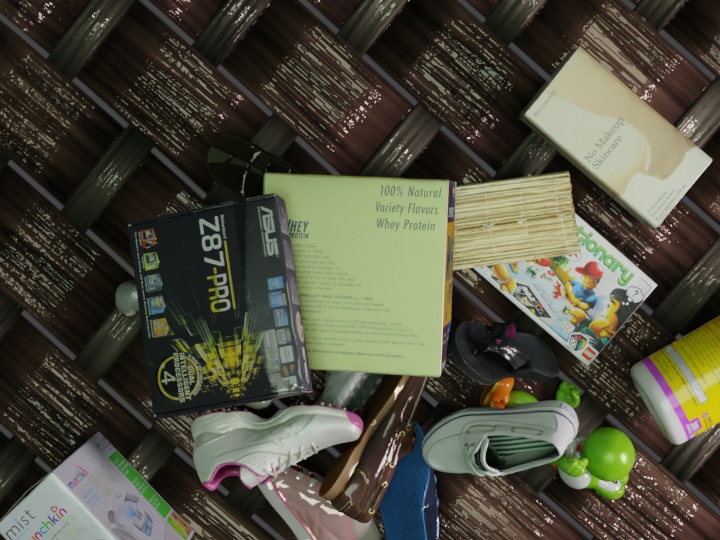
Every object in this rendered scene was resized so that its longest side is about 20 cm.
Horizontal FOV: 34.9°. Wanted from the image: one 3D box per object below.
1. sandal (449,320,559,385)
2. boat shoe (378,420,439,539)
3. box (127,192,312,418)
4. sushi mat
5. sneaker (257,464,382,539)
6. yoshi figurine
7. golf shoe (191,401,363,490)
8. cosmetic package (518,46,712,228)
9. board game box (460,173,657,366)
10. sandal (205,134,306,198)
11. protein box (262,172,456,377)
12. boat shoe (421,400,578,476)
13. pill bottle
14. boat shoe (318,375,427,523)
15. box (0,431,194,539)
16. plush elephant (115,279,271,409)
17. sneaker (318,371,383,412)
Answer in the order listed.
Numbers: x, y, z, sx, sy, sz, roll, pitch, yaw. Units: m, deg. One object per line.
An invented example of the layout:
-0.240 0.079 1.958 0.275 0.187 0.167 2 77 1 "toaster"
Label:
0.168 0.085 1.283 0.048 0.199 0.076 -40 63 30 "sandal"
0.054 0.281 1.356 0.083 0.069 0.202 -3 73 16 "boat shoe"
-0.141 0.037 1.153 0.159 0.049 0.202 -9 82 8 "box"
0.149 -0.054 1.318 0.197 0.012 0.097 -7 94 5 "sushi mat"
-0.050 0.262 1.361 0.104 0.075 0.201 -35 96 3 "sneaker"
0.236 0.190 1.327 0.199 0.112 0.113 30 89 -4 "yoshi figurine"
-0.094 0.202 1.293 0.197 0.076 0.092 -6 59 7 "golf shoe"
0.288 -0.151 1.308 0.199 0.071 0.106 38 96 -2 "cosmetic package"
0.230 -0.001 1.343 0.200 0.035 0.127 40 95 -1 "board game box"
-0.095 -0.087 1.344 0.199 0.055 0.082 34 97 14 "sandal"
0.000 0.000 1.235 0.196 0.135 0.203 3 94 8 "protein box"
0.141 0.191 1.259 0.199 0.067 0.074 -24 106 36 "boat shoe"
0.418 0.108 1.311 0.199 0.104 0.105 -31 93 5 "pill bottle"
0.029 0.193 1.327 0.070 0.070 0.201 34 77 -10 "boat shoe"
-0.298 0.297 1.310 0.097 0.200 0.177 -42 91 5 "box"
-0.169 0.084 1.307 0.163 0.200 0.157 13 109 24 "plush elephant"
-0.008 0.087 1.355 0.082 0.075 0.202 28 96 25 "sneaker"
